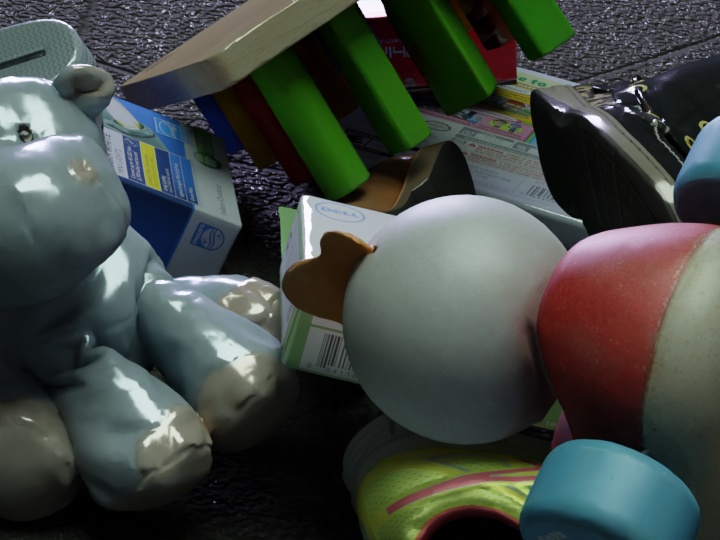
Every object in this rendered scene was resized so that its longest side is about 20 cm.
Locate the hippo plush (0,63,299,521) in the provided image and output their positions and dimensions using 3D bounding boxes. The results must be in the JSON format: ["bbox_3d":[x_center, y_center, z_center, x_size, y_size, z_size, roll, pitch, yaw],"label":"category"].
[{"bbox_3d":[-0.112,-0.008,1.235,0.158,0.162,0.200,-12,30,-1],"label":"hippo plush"}]

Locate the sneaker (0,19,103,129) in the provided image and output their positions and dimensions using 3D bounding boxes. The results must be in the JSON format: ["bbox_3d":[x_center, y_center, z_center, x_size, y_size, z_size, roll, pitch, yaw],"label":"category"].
[{"bbox_3d":[-0.210,-0.051,1.296,0.199,0.071,0.073,-12,46,3],"label":"sneaker"}]

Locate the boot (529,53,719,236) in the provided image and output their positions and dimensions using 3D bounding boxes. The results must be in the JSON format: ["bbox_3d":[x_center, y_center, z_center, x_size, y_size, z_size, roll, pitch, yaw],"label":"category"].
[{"bbox_3d":[0.167,-0.054,1.269,0.150,0.074,0.200,-14,16,-8],"label":"boot"}]

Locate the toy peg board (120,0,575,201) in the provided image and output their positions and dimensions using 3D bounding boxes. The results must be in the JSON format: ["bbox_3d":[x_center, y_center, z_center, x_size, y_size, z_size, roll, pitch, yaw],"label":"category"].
[{"bbox_3d":[0.000,-0.115,1.503,0.200,0.098,0.199,-35,9,-15],"label":"toy peg board"}]

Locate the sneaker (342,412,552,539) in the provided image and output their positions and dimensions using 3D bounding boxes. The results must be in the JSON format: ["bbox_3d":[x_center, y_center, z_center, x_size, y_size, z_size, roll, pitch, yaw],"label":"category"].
[{"bbox_3d":[0.092,0.114,1.208,0.199,0.079,0.091,2,35,-2],"label":"sneaker"}]

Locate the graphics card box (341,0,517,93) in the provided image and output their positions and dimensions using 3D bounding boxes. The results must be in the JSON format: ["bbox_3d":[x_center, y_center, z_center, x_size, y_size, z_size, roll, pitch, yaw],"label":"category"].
[{"bbox_3d":[0.018,-0.158,1.694,0.125,0.051,0.200,-5,22,-3],"label":"graphics card box"}]

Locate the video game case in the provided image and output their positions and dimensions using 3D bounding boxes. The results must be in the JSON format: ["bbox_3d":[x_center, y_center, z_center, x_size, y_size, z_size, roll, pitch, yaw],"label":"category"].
[{"bbox_3d":[0.092,-0.067,1.609,0.199,0.022,0.182,16,28,16],"label":"video game case"}]

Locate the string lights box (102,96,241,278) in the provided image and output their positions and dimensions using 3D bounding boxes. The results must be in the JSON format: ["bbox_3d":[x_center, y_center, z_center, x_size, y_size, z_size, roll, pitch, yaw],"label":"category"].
[{"bbox_3d":[-0.163,-0.054,1.400,0.199,0.059,0.103,21,23,-19],"label":"string lights box"}]

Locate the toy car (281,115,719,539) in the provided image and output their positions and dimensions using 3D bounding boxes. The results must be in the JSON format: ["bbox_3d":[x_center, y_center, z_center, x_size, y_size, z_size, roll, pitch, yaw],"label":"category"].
[{"bbox_3d":[0.066,0.036,1.106,0.199,0.177,0.185,16,62,23],"label":"toy car"}]

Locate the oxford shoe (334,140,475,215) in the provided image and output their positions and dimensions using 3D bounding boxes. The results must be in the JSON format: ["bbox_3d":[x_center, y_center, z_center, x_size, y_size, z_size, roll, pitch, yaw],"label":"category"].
[{"bbox_3d":[0.000,0.000,1.420,0.071,0.072,0.200,-11,19,22],"label":"oxford shoe"}]

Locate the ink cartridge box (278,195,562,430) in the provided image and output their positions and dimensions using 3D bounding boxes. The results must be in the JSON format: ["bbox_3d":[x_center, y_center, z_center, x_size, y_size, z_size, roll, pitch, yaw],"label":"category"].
[{"bbox_3d":[0.037,0.002,1.261,0.145,0.048,0.200,13,22,-7],"label":"ink cartridge box"}]
